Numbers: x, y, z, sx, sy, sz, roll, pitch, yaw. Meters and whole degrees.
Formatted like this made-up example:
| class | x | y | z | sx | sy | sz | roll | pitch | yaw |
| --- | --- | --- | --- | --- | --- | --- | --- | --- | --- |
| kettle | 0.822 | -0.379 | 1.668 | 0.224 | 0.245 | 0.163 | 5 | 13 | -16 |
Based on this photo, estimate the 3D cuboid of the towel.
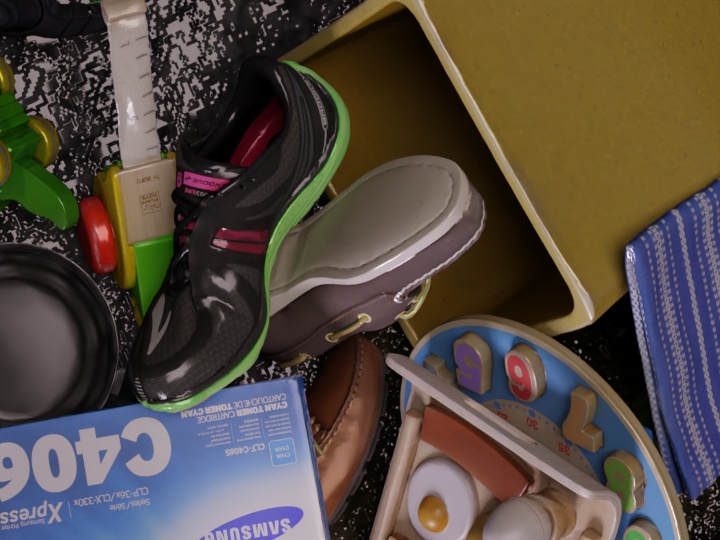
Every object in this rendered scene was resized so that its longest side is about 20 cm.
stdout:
| class | x | y | z | sx | sy | sz | roll | pitch | yaw |
| --- | --- | --- | --- | --- | --- | --- | --- | --- | --- |
| towel | 0.213 | 0.014 | 1.185 | 0.199 | 0.024 | 0.146 | -31 | 115 | -40 |

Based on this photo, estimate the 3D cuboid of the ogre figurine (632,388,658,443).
| class | x | y | z | sx | sy | sz | roll | pitch | yaw |
| --- | --- | --- | --- | --- | --- | --- | --- | --- | --- |
| ogre figurine | 0.214 | 0.025 | 1.292 | 0.119 | 0.201 | 0.098 | 27 | 121 | -23 |

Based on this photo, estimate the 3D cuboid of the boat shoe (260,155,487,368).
| class | x | y | z | sx | sy | sz | roll | pitch | yaw |
| --- | --- | --- | --- | --- | --- | --- | --- | --- | --- |
| boat shoe | 0.000 | 0.000 | 1.187 | 0.059 | 0.199 | 0.072 | 36 | 49 | -27 |

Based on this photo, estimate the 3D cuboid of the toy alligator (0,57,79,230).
| class | x | y | z | sx | sy | sz | roll | pitch | yaw |
| --- | --- | --- | --- | --- | --- | --- | --- | --- | --- |
| toy alligator | -0.224 | -0.095 | 1.214 | 0.054 | 0.059 | 0.201 | -37 | 89 | 30 |

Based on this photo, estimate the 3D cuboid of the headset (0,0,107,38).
| class | x | y | z | sx | sy | sz | roll | pitch | yaw |
| --- | --- | --- | --- | --- | --- | --- | --- | --- | --- |
| headset | -0.194 | -0.189 | 1.192 | 0.199 | 0.094 | 0.124 | -5 | 71 | -29 |

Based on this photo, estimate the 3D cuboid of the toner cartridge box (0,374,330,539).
| class | x | y | z | sx | sy | sz | roll | pitch | yaw |
| --- | --- | --- | --- | --- | --- | --- | --- | --- | --- |
| toner cartridge box | -0.121 | 0.117 | 1.180 | 0.198 | 0.043 | 0.096 | -11 | 88 | 1 |

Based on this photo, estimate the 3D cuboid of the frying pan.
| class | x | y | z | sx | sy | sz | roll | pitch | yaw |
| --- | --- | --- | --- | --- | --- | --- | --- | --- | --- |
| frying pan | -0.149 | 0.039 | 1.216 | 0.188 | 0.031 | 0.116 | -6 | 90 | -3 |

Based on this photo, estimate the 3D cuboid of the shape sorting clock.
| class | x | y | z | sx | sy | sz | roll | pitch | yaw |
| --- | --- | --- | --- | --- | --- | --- | --- | --- | --- |
| shape sorting clock | 0.093 | 0.115 | 1.207 | 0.039 | 0.200 | 0.201 | -36 | 96 | -31 |

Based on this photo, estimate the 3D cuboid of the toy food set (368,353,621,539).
| class | x | y | z | sx | sy | sz | roll | pitch | yaw |
| --- | --- | --- | --- | --- | --- | --- | --- | --- | --- |
| toy food set | 0.045 | 0.162 | 1.185 | 0.060 | 0.143 | 0.201 | -14 | 128 | -48 |

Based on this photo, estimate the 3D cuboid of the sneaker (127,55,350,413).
| class | x | y | z | sx | sy | sz | roll | pitch | yaw |
| --- | --- | --- | --- | --- | --- | --- | --- | --- | --- |
| sneaker | -0.076 | -0.022 | 1.165 | 0.084 | 0.076 | 0.201 | 42 | 63 | -46 |

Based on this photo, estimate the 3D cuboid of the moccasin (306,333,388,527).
| class | x | y | z | sx | sy | sz | roll | pitch | yaw |
| --- | --- | --- | --- | --- | --- | --- | --- | --- | --- |
| moccasin | -0.055 | 0.119 | 1.235 | 0.078 | 0.074 | 0.202 | 36 | 88 | -18 |

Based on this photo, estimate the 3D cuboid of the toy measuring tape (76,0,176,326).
| class | x | y | z | sx | sy | sz | roll | pitch | yaw |
| --- | --- | --- | --- | --- | --- | --- | --- | --- | --- |
| toy measuring tape | -0.122 | -0.060 | 1.208 | 0.073 | 0.074 | 0.201 | -13 | 118 | -15 |

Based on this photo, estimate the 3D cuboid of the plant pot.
| class | x | y | z | sx | sy | sz | roll | pitch | yaw |
| --- | --- | --- | --- | --- | --- | --- | --- | --- | --- |
| plant pot | 0.103 | -0.088 | 1.232 | 0.199 | 0.194 | 0.196 | -32 | 94 | -26 |
